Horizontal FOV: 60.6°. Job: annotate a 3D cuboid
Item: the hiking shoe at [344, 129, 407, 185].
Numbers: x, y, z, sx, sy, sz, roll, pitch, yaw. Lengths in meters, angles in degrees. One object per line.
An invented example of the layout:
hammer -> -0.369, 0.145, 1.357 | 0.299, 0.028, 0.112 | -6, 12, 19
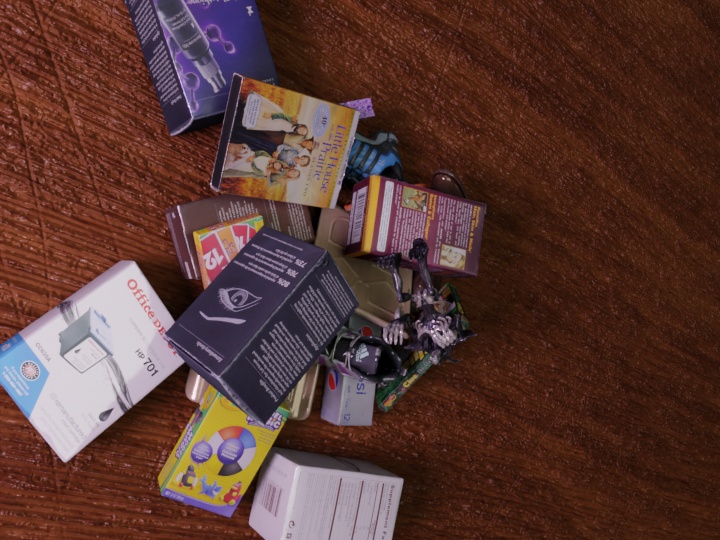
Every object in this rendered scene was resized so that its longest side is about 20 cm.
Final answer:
hiking shoe -> -0.007, -0.172, 0.988 | 0.195, 0.074, 0.089 | -14, 76, -32

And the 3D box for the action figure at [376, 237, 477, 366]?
action figure -> 0.086, 0.067, 0.852 | 0.205, 0.116, 0.103 | 66, 33, -20

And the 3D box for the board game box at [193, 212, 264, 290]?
board game box -> -0.165, 0.033, 0.851 | 0.093, 0.030, 0.207 | -20, 119, -32

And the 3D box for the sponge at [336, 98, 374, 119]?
sponge -> -0.085, -0.220, 0.925 | 0.196, 0.110, 0.031 | -21, 102, -32

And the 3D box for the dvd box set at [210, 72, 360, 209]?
dvd box set -> -0.098, -0.168, 0.841 | 0.196, 0.029, 0.151 | 4, 109, -42

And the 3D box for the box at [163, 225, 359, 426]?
box -> -0.123, 0.062, 0.776 | 0.201, 0.146, 0.105 | -49, 132, -18

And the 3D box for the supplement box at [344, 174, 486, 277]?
supplement box -> 0.083, -0.061, 0.934 | 0.194, 0.085, 0.115 | 11, 83, -21

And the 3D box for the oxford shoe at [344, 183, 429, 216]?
oxford shoe -> 0.054, -0.100, 1.028 | 0.196, 0.070, 0.075 | -14, 95, -42

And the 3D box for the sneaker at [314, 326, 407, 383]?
sneaker -> -0.019, 0.110, 0.874 | 0.195, 0.139, 0.080 | 20, 79, -28

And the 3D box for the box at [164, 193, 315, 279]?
box -> -0.170, -0.064, 0.890 | 0.196, 0.074, 0.104 | -19, 101, -34

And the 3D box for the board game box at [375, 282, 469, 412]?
board game box -> 0.090, 0.121, 0.981 | 0.023, 0.106, 0.201 | 31, 112, -24

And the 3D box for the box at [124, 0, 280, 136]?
box -> -0.212, -0.307, 0.837 | 0.145, 0.103, 0.206 | -25, 103, -32

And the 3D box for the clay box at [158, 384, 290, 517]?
clay box -> -0.182, 0.230, 0.858 | 0.113, 0.047, 0.204 | 29, 93, -29

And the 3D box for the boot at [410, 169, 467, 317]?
boot -> 0.121, -0.036, 1.033 | 0.203, 0.062, 0.189 | -61, 150, -32

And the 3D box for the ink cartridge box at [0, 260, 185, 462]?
ink cartridge box -> -0.331, 0.106, 0.771 | 0.199, 0.085, 0.149 | -41, 110, -26

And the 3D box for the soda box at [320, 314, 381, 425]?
soda box -> -0.013, 0.142, 0.997 | 0.066, 0.063, 0.208 | 9, 84, -33

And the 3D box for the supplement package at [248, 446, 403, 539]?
supplement package -> -0.051, 0.350, 0.937 | 0.196, 0.116, 0.122 | 19, 79, -32

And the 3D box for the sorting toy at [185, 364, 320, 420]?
sorting toy -> -0.150, 0.115, 0.926 | 0.195, 0.036, 0.192 | 17, 80, -28

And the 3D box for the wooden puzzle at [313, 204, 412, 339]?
wooden puzzle -> 0.000, 0.000, 0.969 | 0.182, 0.046, 0.204 | 28, 42, -21
